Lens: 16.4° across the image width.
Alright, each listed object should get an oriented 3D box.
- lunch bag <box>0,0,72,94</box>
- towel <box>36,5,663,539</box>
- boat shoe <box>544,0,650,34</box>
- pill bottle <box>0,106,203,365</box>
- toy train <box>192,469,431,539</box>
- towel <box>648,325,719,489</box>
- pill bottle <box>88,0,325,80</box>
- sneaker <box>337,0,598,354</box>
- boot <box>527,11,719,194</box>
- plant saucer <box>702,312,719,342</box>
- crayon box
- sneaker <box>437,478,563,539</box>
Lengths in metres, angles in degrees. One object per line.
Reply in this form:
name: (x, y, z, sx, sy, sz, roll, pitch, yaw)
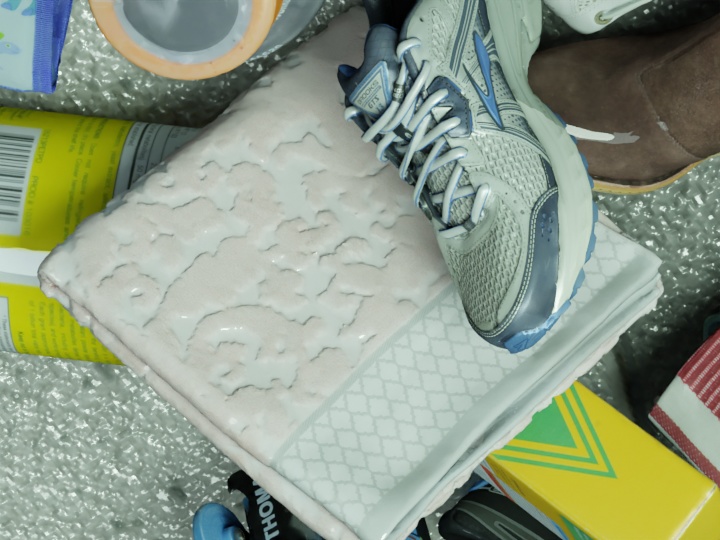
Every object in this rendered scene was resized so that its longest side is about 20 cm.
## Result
lunch bag: (-0.190, -0.181, 1.020, 0.169, 0.128, 0.201, 12, 111, 0)
towel: (0.000, 0.000, 1.032, 0.191, 0.200, 0.032, 40, 150, 16)
boat shoe: (0.157, -0.154, 1.025, 0.199, 0.071, 0.069, -20, 128, 33)
pill bottle: (-0.093, -0.011, 1.113, 0.198, 0.109, 0.110, 7, 120, 3)
toy train: (-0.007, 0.169, 1.153, 0.086, 0.201, 0.114, -31, 145, 23)
towel: (0.239, 0.041, 1.075, 0.200, 0.023, 0.144, -45, 70, 8)
pill bottle: (-0.054, -0.148, 0.977, 0.105, 0.200, 0.107, 3, 120, 5)
sneaker: (0.030, -0.058, 0.993, 0.085, 0.201, 0.077, 10, 145, -34)
boot: (0.159, -0.100, 1.013, 0.198, 0.073, 0.167, 0, 151, -12)
plant saucer: (0.258, 0.051, 1.156, 0.198, 0.019, 0.070, 2, 120, 7)
crayon box: (0.094, 0.087, 1.088, 0.200, 0.126, 0.052, 37, 84, 21)
sneaker: (0.090, 0.193, 1.181, 0.082, 0.071, 0.201, -17, 81, -20)
